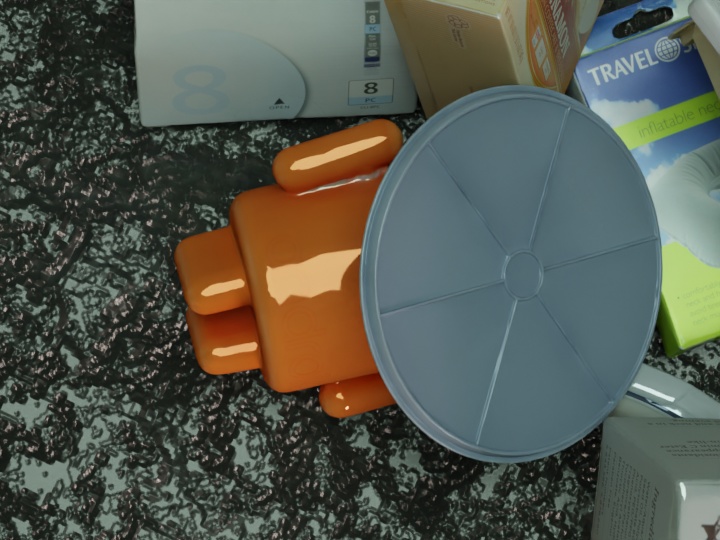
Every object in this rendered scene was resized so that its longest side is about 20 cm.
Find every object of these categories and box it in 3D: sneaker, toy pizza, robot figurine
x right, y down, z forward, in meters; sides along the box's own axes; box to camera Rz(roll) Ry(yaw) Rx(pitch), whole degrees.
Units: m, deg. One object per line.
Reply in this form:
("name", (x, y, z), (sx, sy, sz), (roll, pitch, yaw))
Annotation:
("sneaker", (0.183, 0.110, 1.588), (0.199, 0.073, 0.071), (31, 79, 1))
("toy pizza", (0.078, 0.002, 1.517), (0.199, 0.032, 0.202), (-2, 94, -33))
("robot figurine", (0.000, 0.001, 1.574), (0.199, 0.117, 0.145), (-13, 80, -5))

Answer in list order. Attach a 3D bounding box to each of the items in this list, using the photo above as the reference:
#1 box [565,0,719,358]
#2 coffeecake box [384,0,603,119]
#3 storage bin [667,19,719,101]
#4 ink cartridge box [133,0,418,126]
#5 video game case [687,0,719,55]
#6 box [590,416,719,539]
("box", (0.196, -0.065, 1.624), (0.121, 0.048, 0.201), (-20, 84, -8))
("coffeecake box", (0.092, -0.191, 1.558), (0.073, 0.154, 0.201), (16, 69, 20))
("storage bin", (0.295, -0.073, 1.574), (0.198, 0.094, 0.201), (-20, 85, -26))
("ink cartridge box", (-0.045, -0.151, 1.549), (0.159, 0.200, 0.048), (-2, 62, -3))
("video game case", (0.293, -0.109, 1.512), (0.182, 0.022, 0.200), (-38, 92, -27))
("box", (0.229, 0.190, 1.508), (0.198, 0.131, 0.201), (2, 102, -13))
